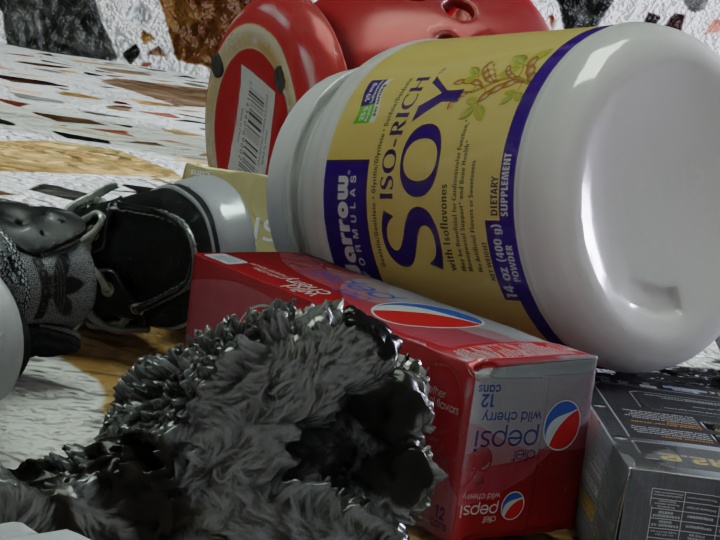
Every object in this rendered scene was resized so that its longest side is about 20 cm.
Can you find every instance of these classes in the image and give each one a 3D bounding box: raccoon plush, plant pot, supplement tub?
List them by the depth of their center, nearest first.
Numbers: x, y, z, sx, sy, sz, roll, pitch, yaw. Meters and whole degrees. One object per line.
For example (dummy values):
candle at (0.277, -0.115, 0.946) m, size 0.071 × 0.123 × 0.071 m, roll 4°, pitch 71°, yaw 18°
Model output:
raccoon plush at (-0.065, 0.051, 0.637) m, size 0.198 × 0.098 × 0.134 m, roll 5°, pitch 2°, yaw -20°
supplement tub at (0.065, -0.033, 0.856) m, size 0.144 × 0.147 × 0.199 m, roll 1°, pitch 1°, yaw -40°
plant pot at (0.011, -0.087, 1.225) m, size 0.181 × 0.203 × 0.200 m, roll -6°, pitch 15°, yaw -30°

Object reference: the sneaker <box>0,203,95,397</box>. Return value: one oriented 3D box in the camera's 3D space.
sneaker at (-0.152, 0.008, 0.786) m, size 0.113 × 0.076 × 0.199 m, roll -1°, pitch 10°, yaw -33°

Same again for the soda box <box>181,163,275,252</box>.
soda box at (0.000, 0.000, 0.996) m, size 0.198 × 0.068 × 0.064 m, roll 9°, pitch -20°, yaw -1°

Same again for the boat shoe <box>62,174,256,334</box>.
boat shoe at (-0.120, -0.005, 0.919) m, size 0.068 × 0.074 × 0.199 m, roll -10°, pitch 7°, yaw -33°

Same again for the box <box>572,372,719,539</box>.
box at (0.181, 0.089, 0.736) m, size 0.198 × 0.049 × 0.158 m, roll 7°, pitch 10°, yaw -4°

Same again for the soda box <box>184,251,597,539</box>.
soda box at (0.004, 0.045, 0.772) m, size 0.063 × 0.071 × 0.199 m, roll 0°, pitch 11°, yaw -36°

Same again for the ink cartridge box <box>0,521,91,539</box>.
ink cartridge box at (-0.032, 0.113, 0.275) m, size 0.199 × 0.084 × 0.145 m, roll 15°, pitch 12°, yaw 37°

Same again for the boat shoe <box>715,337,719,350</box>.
boat shoe at (0.276, 0.045, 1.032) m, size 0.067 × 0.072 × 0.199 m, roll -1°, pitch 16°, yaw -39°
